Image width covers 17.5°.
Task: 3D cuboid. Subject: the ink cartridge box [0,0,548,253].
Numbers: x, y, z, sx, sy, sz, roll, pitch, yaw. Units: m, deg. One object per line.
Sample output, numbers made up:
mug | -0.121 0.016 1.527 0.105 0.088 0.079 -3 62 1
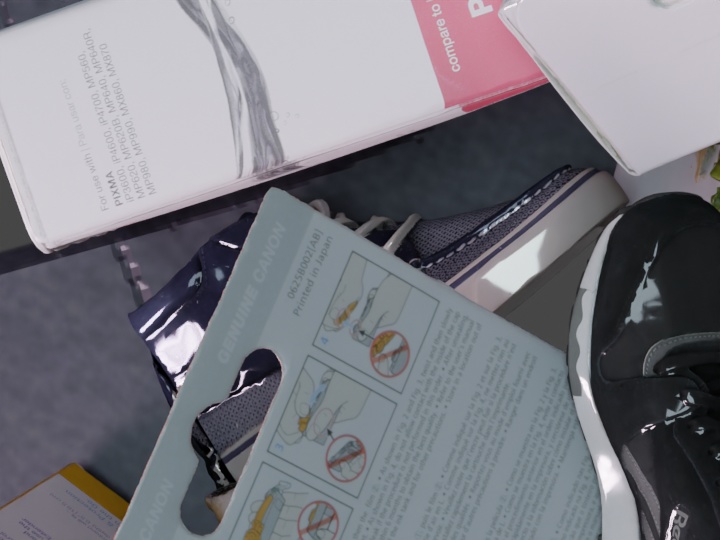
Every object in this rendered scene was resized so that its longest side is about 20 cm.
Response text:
ink cartridge box | -0.027 -0.079 0.877 0.200 0.146 0.085 -20 92 8

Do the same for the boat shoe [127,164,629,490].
boat shoe | 0.000 0.000 0.904 0.200 0.075 0.093 -37 84 13

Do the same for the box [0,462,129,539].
box | -0.107 0.143 0.860 0.119 0.200 0.042 37 110 8

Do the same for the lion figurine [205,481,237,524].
lion figurine | -0.020 0.141 0.844 0.072 0.200 0.123 -20 95 20

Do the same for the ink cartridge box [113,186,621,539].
ink cartridge box | 0.012 0.087 0.778 0.200 0.057 0.163 28 75 -22

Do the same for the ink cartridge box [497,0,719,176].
ink cartridge box | 0.146 -0.140 0.801 0.146 0.200 0.084 -23 120 36

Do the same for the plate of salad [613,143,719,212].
plate of salad | 0.166 -0.056 0.843 0.200 0.048 0.200 -27 45 30

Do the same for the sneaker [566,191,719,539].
sneaker | 0.123 0.074 0.764 0.076 0.088 0.200 -3 91 -31
